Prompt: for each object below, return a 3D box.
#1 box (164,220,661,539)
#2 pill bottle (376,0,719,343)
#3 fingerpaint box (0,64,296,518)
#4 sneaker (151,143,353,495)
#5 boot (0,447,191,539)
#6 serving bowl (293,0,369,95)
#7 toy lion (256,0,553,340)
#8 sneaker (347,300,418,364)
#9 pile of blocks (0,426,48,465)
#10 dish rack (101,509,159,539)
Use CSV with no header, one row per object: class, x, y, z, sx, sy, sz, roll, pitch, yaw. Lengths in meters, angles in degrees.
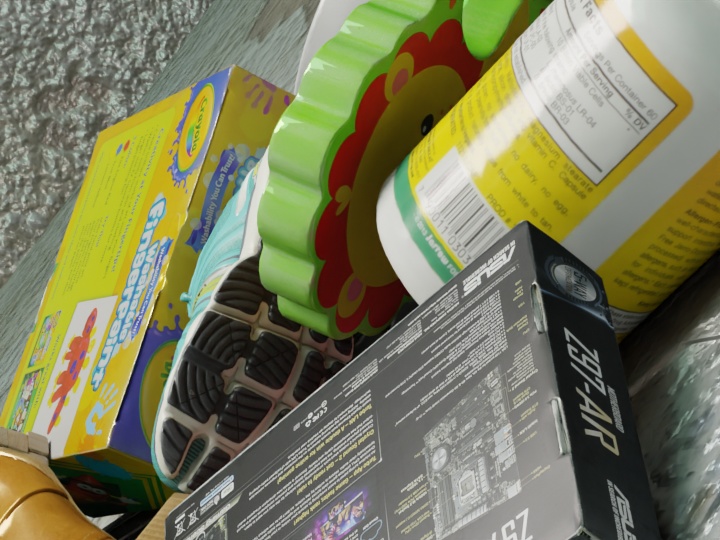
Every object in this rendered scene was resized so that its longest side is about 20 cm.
box,0.010,0.098,0.820,0.200,0.043,0.160,-41,31,24
pill bottle,0.108,-0.058,0.880,0.200,0.113,0.113,-47,13,26
fingerpaint box,-0.099,0.016,1.166,0.167,0.073,0.201,-18,51,59
sneaker,-0.045,0.022,1.036,0.080,0.077,0.200,-32,30,48
boot,-0.153,0.142,0.944,0.201,0.071,0.144,1,32,27
serving bowl,0.040,-0.134,1.349,0.200,0.066,0.200,-50,-24,-33
toy lion,0.029,-0.071,0.977,0.192,0.069,0.201,-9,-62,-59
sneaker,0.000,0.000,1.177,0.082,0.073,0.201,141,149,-79
pile of blocks,-0.224,0.127,1.146,0.200,0.062,0.082,-23,53,51
dish rack,-0.183,0.203,1.235,0.153,0.055,0.200,-32,-5,-41
